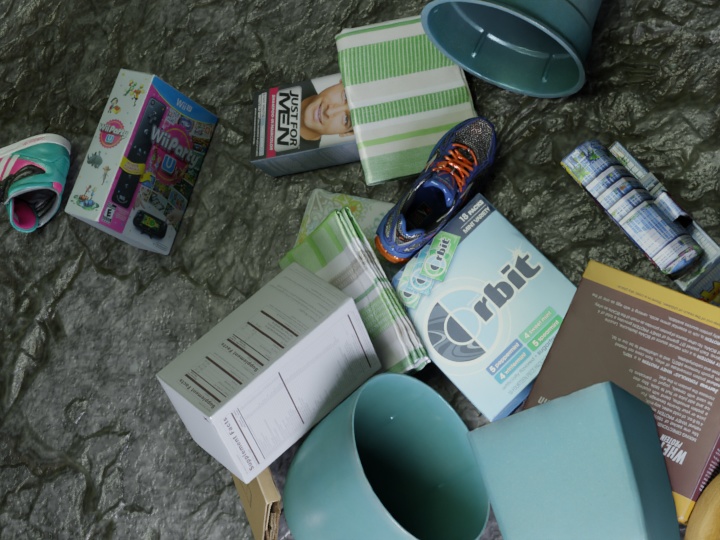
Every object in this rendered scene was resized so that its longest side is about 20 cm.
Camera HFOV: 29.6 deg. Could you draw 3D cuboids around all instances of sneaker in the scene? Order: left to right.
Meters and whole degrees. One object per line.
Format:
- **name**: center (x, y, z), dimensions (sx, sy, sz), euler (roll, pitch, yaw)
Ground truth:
- **sneaker**: center (-0.495, -0.105, 1.925), dimensions (0.199, 0.084, 0.121), euler (-21, 55, 21)
- **sneaker**: center (0.096, -0.094, 1.546), dimensions (0.075, 0.078, 0.200), euler (35, 75, -3)

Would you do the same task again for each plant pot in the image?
- **plant pot**: center (0.013, 0.234, 1.461), dimensions (0.161, 0.200, 0.202), euler (-35, 58, 35)
- **plant pot**: center (0.198, -0.332, 1.554), dimensions (0.199, 0.200, 0.197), euler (16, 73, 32)
- **plant pot**: center (0.207, 0.226, 1.221), dimensions (0.141, 0.141, 0.201), euler (-23, 65, 21)

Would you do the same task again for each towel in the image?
- **towel**: center (-0.015, 0.047, 1.543), dimensions (0.149, 0.031, 0.201), euler (-39, 76, 45)
- **towel**: center (0.000, 0.000, 1.630), dimensions (0.199, 0.048, 0.172), euler (13, 78, 32)
- **towel**: center (0.058, -0.208, 1.627), dimensions (0.152, 0.023, 0.201), euler (-12, 74, -7)

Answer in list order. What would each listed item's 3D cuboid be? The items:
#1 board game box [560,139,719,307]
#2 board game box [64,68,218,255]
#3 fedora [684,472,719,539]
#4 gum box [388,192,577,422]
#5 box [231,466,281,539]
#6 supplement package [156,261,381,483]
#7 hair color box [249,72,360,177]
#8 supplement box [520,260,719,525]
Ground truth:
- **board game box**: center (0.311, -0.044, 1.406), dimensions (0.062, 0.200, 0.200), euler (-44, 72, 10)
- **board game box**: center (-0.281, -0.139, 1.773), dimensions (0.064, 0.147, 0.201), euler (14, 81, 33)
- **fedora**: center (0.391, 0.270, 1.279), dimensions (0.199, 0.082, 0.202), euler (-1, 77, 3)
- **gum box**: center (0.141, 0.042, 1.507), dimensions (0.170, 0.045, 0.200), euler (-44, 66, 1)
- **box**: center (-0.136, 0.213, 1.577), dimensions (0.021, 0.164, 0.201), euler (-16, 60, -16)
- **supplement package**: center (-0.096, 0.107, 1.460), dimensions (0.200, 0.114, 0.109), euler (-39, 42, -20)
- **hair color box**: center (-0.038, -0.187, 1.704), dimensions (0.199, 0.061, 0.100), euler (-8, 69, 26)
- **supplement box**: center (0.293, 0.128, 1.368), dimensions (0.197, 0.133, 0.201), euler (22, 85, 33)
